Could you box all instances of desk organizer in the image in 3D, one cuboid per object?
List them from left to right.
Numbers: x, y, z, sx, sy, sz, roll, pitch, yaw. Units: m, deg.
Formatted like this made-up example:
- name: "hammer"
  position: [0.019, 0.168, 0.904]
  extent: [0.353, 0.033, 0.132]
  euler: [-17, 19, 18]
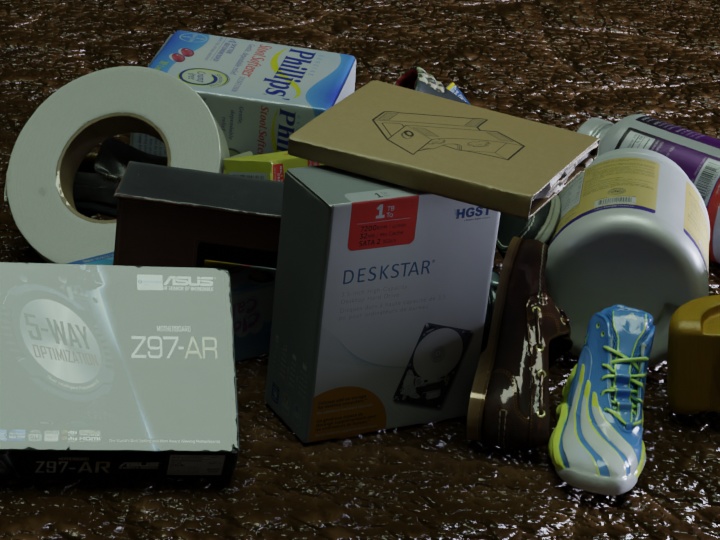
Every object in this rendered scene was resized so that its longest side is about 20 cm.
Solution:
- name: "desk organizer"
  position: [-0.097, -0.027, 1.580]
  extent: [0.198, 0.078, 0.072]
  euler: [8, 25, 0]

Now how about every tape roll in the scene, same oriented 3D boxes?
- name: "tape roll"
  position: [-0.214, -0.084, 1.729]
  extent: [0.201, 0.204, 0.037]
  euler: [15, -17, 19]

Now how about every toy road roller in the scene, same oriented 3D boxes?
- name: "toy road roller"
  position: [0.326, 0.057, 1.609]
  extent: [0.145, 0.124, 0.200]
  euler: [2, 24, 9]

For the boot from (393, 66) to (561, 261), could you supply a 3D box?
- name: "boot"
  position: [0.093, -0.091, 1.714]
  extent: [0.153, 0.074, 0.204]
  euler: [35, 21, -18]

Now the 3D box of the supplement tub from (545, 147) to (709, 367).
- name: "supplement tub"
  position: [0.233, -0.016, 1.714]
  extent: [0.144, 0.146, 0.200]
  euler: [9, 24, 7]

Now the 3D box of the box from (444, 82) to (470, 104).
- name: "box"
  position: [0.037, -0.085, 1.796]
  extent: [0.064, 0.070, 0.200]
  euler: [-26, 16, 51]

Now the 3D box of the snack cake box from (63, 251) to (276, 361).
- name: "snack cake box"
  position: [-0.168, 0.034, 1.603]
  extent: [0.199, 0.068, 0.115]
  euler: [-15, 31, -39]

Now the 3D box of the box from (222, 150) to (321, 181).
- name: "box"
  position: [-0.067, -0.071, 1.781]
  extent: [0.050, 0.076, 0.200]
  euler: [3, 6, 19]

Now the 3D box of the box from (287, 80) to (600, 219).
- name: "box"
  position: [0.067, -0.096, 1.513]
  extent: [0.199, 0.021, 0.163]
  euler: [17, 26, 20]

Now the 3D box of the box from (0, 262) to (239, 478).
- name: "box"
  position: [-0.192, 0.074, 1.449]
  extent: [0.198, 0.044, 0.161]
  euler: [2, 56, -10]

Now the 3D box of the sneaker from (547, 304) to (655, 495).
- name: "sneaker"
  position: [0.189, 0.089, 1.521]
  extent: [0.075, 0.106, 0.200]
  euler: [8, 24, 3]

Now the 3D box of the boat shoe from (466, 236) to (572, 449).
- name: "boat shoe"
  position: [0.135, 0.059, 1.565]
  extent: [0.070, 0.071, 0.201]
  euler: [5, 53, 13]

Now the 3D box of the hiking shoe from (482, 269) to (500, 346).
- name: "hiking shoe"
  position: [0.068, 0.000, 1.724]
  extent: [0.086, 0.075, 0.200]
  euler: [-1, 25, -17]

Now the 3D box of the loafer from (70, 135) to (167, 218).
- name: "loafer"
  position: [-0.222, -0.087, 1.782]
  extent: [0.198, 0.073, 0.073]
  euler: [-10, 19, 6]

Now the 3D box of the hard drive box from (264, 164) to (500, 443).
- name: "hard drive box"
  position: [0.016, 0.019, 1.518]
  extent: [0.155, 0.201, 0.077]
  euler: [-8, 28, -27]

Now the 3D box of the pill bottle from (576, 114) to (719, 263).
- name: "pill bottle"
  position: [0.304, -0.084, 1.920]
  extent: [0.199, 0.113, 0.112]
  euler: [23, 29, 32]

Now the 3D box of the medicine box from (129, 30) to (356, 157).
- name: "medicine box"
  position: [-0.116, -0.159, 1.992]
  extent: [0.198, 0.104, 0.182]
  euler: [8, 24, 5]

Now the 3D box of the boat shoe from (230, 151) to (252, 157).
- name: "boat shoe"
  position: [-0.131, -0.056, 1.820]
  extent: [0.073, 0.063, 0.202]
  euler: [-21, 19, 14]
